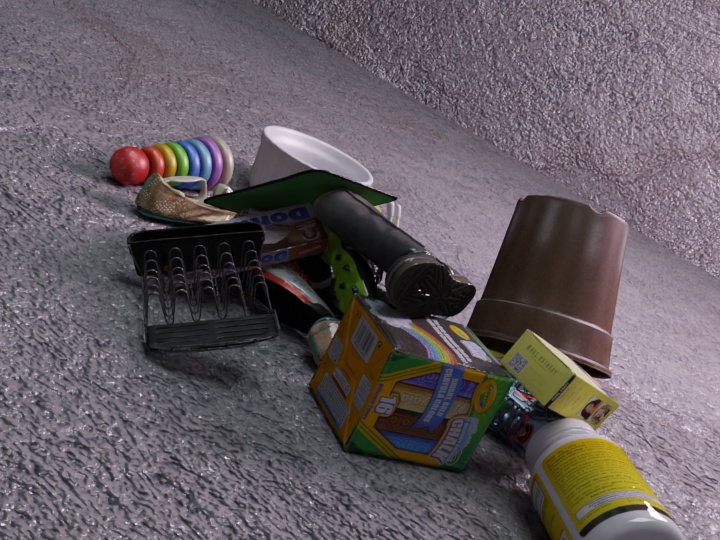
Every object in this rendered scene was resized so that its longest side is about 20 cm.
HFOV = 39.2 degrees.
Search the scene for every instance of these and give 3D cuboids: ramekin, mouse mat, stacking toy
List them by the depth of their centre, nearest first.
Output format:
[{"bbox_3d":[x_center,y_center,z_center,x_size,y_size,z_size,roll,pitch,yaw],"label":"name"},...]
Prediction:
[{"bbox_3d":[-0.075,-0.088,1.261,0.200,0.008,0.161,-9,-15,36],"label":"mouse mat"},{"bbox_3d":[-0.280,-0.152,1.465,0.085,0.085,0.200,36,27,27],"label":"stacking toy"},{"bbox_3d":[-0.088,-0.152,1.683,0.200,0.098,0.201,24,18,-8],"label":"ramekin"}]

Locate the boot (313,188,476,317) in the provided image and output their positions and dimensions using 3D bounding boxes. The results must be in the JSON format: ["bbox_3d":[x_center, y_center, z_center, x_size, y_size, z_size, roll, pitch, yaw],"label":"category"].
[{"bbox_3d":[0.022,-0.030,1.134,0.200,0.073,0.182,46,9,27],"label":"boot"}]

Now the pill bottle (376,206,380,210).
[{"bbox_3d":[-0.016,-0.053,1.485,0.111,0.111,0.200,22,19,-15],"label":"pill bottle"}]

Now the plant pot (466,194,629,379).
[{"bbox_3d":[0.250,0.018,1.313,0.200,0.199,0.200,16,-7,2],"label":"plant pot"}]

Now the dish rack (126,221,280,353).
[{"bbox_3d":[-0.166,0.018,1.075,0.153,0.055,0.200,-7,30,-11],"label":"dish rack"}]

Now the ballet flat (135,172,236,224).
[{"bbox_3d":[-0.211,-0.091,1.385,0.200,0.065,0.070,11,14,-45],"label":"ballet flat"}]

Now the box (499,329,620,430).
[{"bbox_3d":[0.227,0.127,1.133,0.075,0.050,0.200,45,8,30],"label":"box"}]

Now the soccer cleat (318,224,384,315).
[{"bbox_3d":[0.000,0.000,1.223,0.081,0.068,0.200,8,28,-20],"label":"soccer cleat"}]

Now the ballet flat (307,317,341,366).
[{"bbox_3d":[0.028,0.111,1.192,0.200,0.068,0.067,13,41,-23],"label":"ballet flat"}]

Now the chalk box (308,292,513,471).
[{"bbox_3d":[0.070,0.126,1.091,0.200,0.124,0.125,18,19,-29],"label":"chalk box"}]

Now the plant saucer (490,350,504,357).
[{"bbox_3d":[0.179,0.138,1.361,0.200,0.031,0.200,24,18,-8],"label":"plant saucer"}]

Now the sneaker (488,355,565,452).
[{"bbox_3d":[0.191,0.169,1.214,0.200,0.079,0.096,22,20,-13],"label":"sneaker"}]

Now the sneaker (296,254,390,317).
[{"bbox_3d":[-0.039,0.024,1.344,0.200,0.076,0.115,28,0,14],"label":"sneaker"}]

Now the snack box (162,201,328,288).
[{"bbox_3d":[-0.143,-0.031,1.206,0.200,0.024,0.072,-14,47,-17],"label":"snack box"}]

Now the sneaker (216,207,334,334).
[{"bbox_3d":[-0.094,-0.006,1.249,0.201,0.067,0.108,29,51,16],"label":"sneaker"}]

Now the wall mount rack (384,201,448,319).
[{"bbox_3d":[0.069,-0.005,1.417,0.174,0.075,0.200,55,5,3],"label":"wall mount rack"}]

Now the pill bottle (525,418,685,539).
[{"bbox_3d":[0.239,0.239,1.028,0.112,0.113,0.200,21,19,-19],"label":"pill bottle"}]
